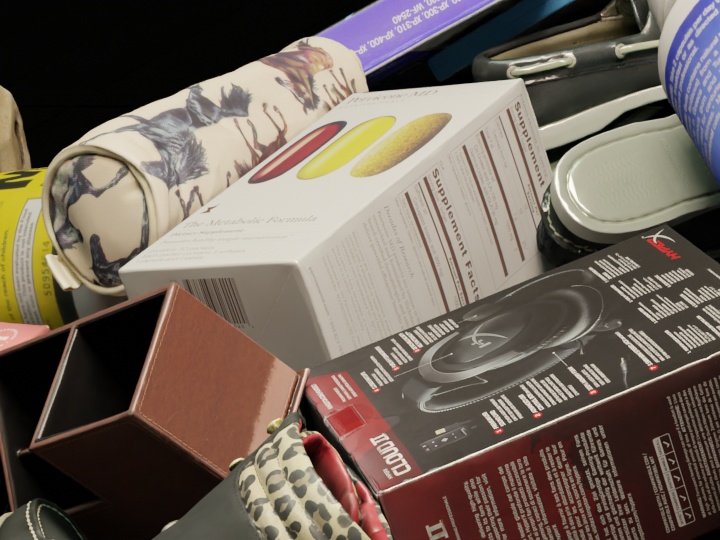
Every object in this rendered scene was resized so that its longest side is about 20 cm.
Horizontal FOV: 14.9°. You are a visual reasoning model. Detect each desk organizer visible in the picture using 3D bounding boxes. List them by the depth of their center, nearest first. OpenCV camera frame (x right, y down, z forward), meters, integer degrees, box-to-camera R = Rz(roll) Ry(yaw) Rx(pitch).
[{"bbox_3d":[-0.123,0.075,1.174,0.200,0.077,0.072,-21,42,43],"label":"desk organizer"}]

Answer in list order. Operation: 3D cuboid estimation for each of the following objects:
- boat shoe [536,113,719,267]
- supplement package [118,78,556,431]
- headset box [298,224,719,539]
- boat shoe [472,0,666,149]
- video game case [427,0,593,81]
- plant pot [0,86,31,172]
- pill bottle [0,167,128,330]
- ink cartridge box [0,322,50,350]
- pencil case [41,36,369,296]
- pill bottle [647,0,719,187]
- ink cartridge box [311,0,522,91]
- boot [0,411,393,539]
[{"bbox_3d":[0.177,-0.046,1.334,0.200,0.076,0.060,-9,-24,-16],"label":"boat shoe"},{"bbox_3d":[0.000,0.000,1.311,0.114,0.110,0.200,-3,26,38],"label":"supplement package"},{"bbox_3d":[0.071,0.067,1.121,0.200,0.077,0.149,-23,20,-8],"label":"headset box"},{"bbox_3d":[0.158,-0.129,1.554,0.200,0.060,0.076,-26,21,-18],"label":"boat shoe"},{"bbox_3d":[0.141,-0.176,1.666,0.143,0.018,0.200,-30,0,35],"label":"video game case"},{"bbox_3d":[-0.299,-0.046,1.626,0.183,0.201,0.201,-3,23,11],"label":"plant pot"},{"bbox_3d":[-0.181,0.003,1.464,0.200,0.115,0.114,-4,25,35],"label":"pill bottle"},{"bbox_3d":[-0.246,0.098,1.342,0.116,0.068,0.200,2,29,46],"label":"ink cartridge box"},{"bbox_3d":[-0.075,-0.051,1.373,0.078,0.090,0.200,40,38,17],"label":"pencil case"},{"bbox_3d":[0.201,-0.081,1.241,0.112,0.112,0.200,-20,44,-2],"label":"pill bottle"},{"bbox_3d":[0.034,-0.148,1.630,0.198,0.043,0.200,-28,2,15],"label":"ink cartridge box"},{"bbox_3d":[-0.068,0.113,1.058,0.154,0.073,0.204,-43,26,6],"label":"boot"}]
